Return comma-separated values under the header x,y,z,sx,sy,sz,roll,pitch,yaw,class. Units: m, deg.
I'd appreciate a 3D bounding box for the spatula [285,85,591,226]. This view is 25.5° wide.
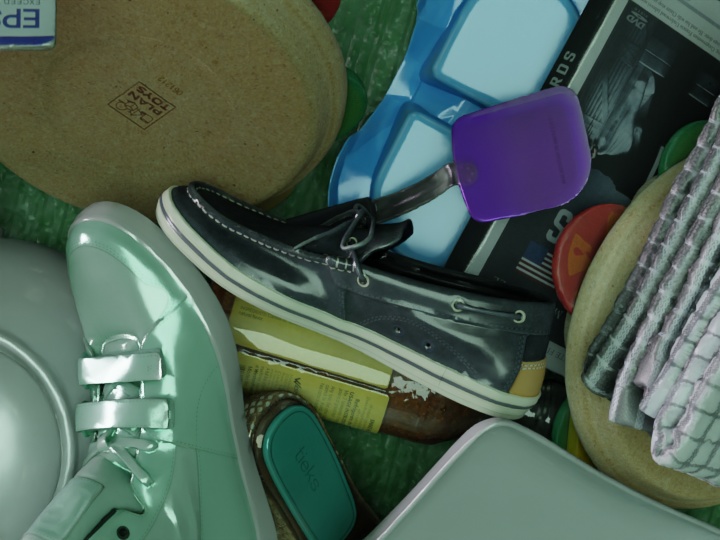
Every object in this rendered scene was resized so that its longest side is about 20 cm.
x,y,z,sx,sy,sz,roll,pitch,yaw,class
0.018,-0.033,0.777,0.198,0.020,0.057,-19,73,26,spatula

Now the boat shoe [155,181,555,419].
x,y,z,sx,sy,sz,roll,pitch,yaw,class
0.000,0.000,0.738,0.198,0.075,0.063,25,105,6,boat shoe

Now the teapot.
x,y,z,sx,sy,sz,roll,pitch,yaw,class
-0.193,0.075,0.794,0.200,0.146,0.198,43,95,-2,teapot

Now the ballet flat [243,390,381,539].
x,y,z,sx,sy,sz,roll,pitch,yaw,class
-0.023,0.143,0.835,0.070,0.065,0.202,-39,119,-34,ballet flat

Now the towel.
x,y,z,sx,sy,sz,roll,pitch,yaw,class
0.207,0.006,0.733,0.165,0.085,0.202,19,102,-38,towel

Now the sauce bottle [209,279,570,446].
x,y,z,sx,sy,sz,roll,pitch,yaw,class
0.011,0.054,0.829,0.198,0.066,0.067,18,96,-1,sauce bottle

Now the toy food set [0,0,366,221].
x,y,z,sx,sy,sz,roll,pitch,yaw,class
-0.097,-0.094,0.746,0.198,0.049,0.198,22,139,-21,toy food set

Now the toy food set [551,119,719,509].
x,y,z,sx,sy,sz,roll,pitch,yaw,class
0.179,0.024,0.802,0.196,0.049,0.202,-3,109,-27,toy food set

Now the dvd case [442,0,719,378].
x,y,z,sx,sy,sz,roll,pitch,yaw,class
0.138,-0.041,0.804,0.149,0.025,0.201,26,95,-31,dvd case

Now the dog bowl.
x,y,z,sx,sy,sz,roll,pitch,yaw,class
0.059,-0.076,0.822,0.111,0.050,0.201,27,95,-2,dog bowl

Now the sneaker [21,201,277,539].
x,y,z,sx,sy,sz,roll,pitch,yaw,class
-0.112,0.075,0.725,0.073,0.118,0.202,-12,101,41,sneaker

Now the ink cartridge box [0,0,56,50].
x,y,z,sx,sy,sz,roll,pitch,yaw,class
-0.216,-0.174,0.633,0.197,0.041,0.202,0,74,-9,ink cartridge box

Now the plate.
x,y,z,sx,sy,sz,roll,pitch,yaw,class
0.061,0.162,0.796,0.199,0.032,0.200,28,114,-38,plate
